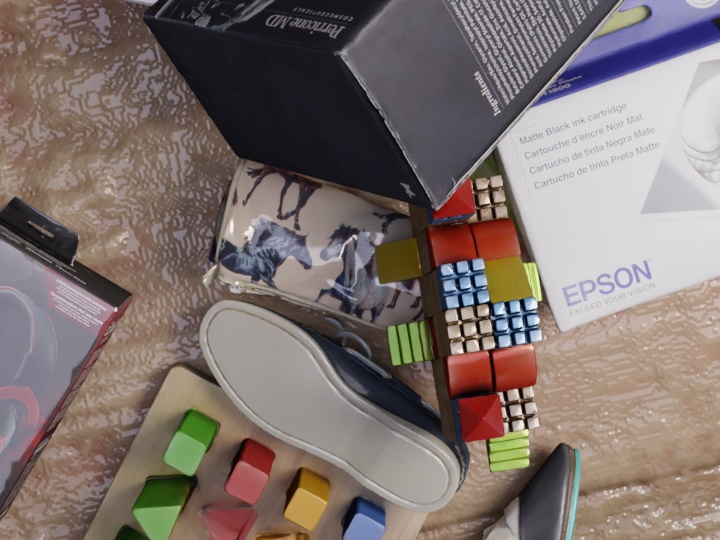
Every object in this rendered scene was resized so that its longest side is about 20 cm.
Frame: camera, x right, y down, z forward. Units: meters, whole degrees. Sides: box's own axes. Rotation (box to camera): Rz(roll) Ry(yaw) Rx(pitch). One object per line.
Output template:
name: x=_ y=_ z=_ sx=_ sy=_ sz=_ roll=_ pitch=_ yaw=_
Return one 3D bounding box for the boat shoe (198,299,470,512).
boat shoe: x=-0.014 y=0.081 z=1.174 sx=0.199 sy=0.062 sz=0.075 roll=30 pitch=112 yaw=6

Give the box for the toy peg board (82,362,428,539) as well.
toy peg board: x=-0.083 y=0.199 z=1.173 sx=0.198 sy=0.098 sz=0.201 roll=28 pitch=97 yaw=-2

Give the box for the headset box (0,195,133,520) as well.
headset box: x=-0.253 y=0.049 z=1.168 sx=0.148 sy=0.075 sz=0.201 roll=32 pitch=96 yaw=-2

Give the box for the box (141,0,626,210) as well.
box: x=0.017 y=-0.157 z=1.037 sx=0.197 sy=0.200 sz=0.124 roll=-49 pitch=127 yaw=-19

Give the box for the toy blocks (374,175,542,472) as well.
toy blocks: x=0.068 y=0.022 z=1.052 sx=0.099 sy=0.137 sz=0.201 roll=-8 pitch=87 yaw=-4

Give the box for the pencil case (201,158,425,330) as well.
pencil case: x=0.000 y=0.000 z=1.158 sx=0.199 sy=0.078 sz=0.090 roll=20 pitch=87 yaw=-2

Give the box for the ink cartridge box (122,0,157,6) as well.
ink cartridge box: x=-0.086 y=-0.261 z=1.134 sx=0.116 sy=0.067 sz=0.201 roll=11 pitch=97 yaw=-1

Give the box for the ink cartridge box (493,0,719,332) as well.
ink cartridge box: x=0.185 y=-0.086 z=1.135 sx=0.199 sy=0.041 sz=0.201 roll=-20 pitch=96 yaw=3

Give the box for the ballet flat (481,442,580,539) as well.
ballet flat: x=0.108 y=0.213 z=1.188 sx=0.073 sy=0.073 sz=0.201 roll=2 pitch=99 yaw=0

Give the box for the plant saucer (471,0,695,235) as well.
plant saucer: x=0.147 y=-0.113 z=1.168 sx=0.199 sy=0.031 sz=0.201 roll=0 pitch=96 yaw=0
